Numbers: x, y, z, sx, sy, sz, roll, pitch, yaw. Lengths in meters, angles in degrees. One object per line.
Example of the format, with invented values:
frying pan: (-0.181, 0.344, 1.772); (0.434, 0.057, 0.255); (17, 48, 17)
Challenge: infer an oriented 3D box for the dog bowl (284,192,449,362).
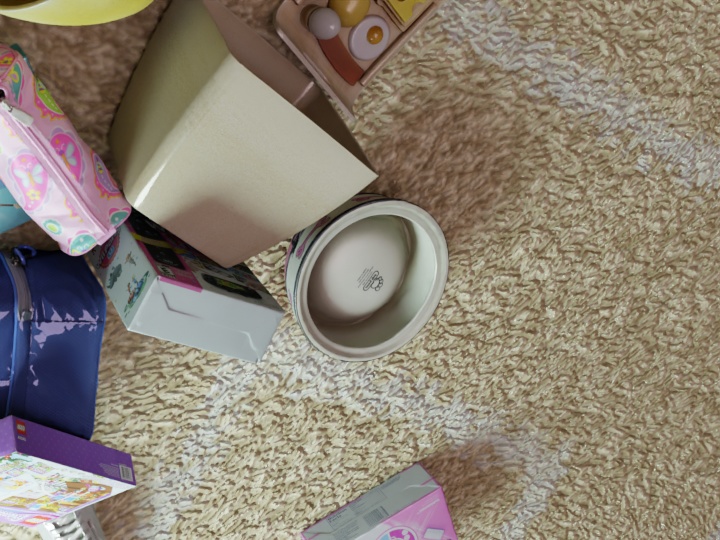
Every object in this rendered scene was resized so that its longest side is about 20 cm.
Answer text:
dog bowl: (0.000, 0.000, 1.359); (0.198, 0.074, 0.203); (-13, 119, -25)

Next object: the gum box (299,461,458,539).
gum box: (0.023, 0.357, 1.554); (0.198, 0.066, 0.115); (-28, 123, -15)

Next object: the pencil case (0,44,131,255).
pencil case: (-0.292, -0.107, 1.073); (0.087, 0.087, 0.201); (-37, 128, -8)

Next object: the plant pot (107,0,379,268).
plant pot: (-0.133, -0.127, 1.155); (0.177, 0.201, 0.199); (-46, 128, 12)

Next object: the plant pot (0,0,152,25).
plant pot: (-0.239, -0.294, 1.021); (0.201, 0.199, 0.142); (-55, 154, 6)

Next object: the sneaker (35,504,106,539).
sneaker: (-0.319, 0.293, 1.319); (0.076, 0.080, 0.202); (-28, 121, -12)

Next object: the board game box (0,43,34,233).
board game box: (-0.380, -0.100, 1.107); (0.198, 0.047, 0.152); (-27, 124, -15)

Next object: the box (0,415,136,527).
box: (-0.333, 0.202, 1.164); (0.136, 0.040, 0.200); (-23, 154, 14)

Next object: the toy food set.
toy food set: (0.018, -0.275, 1.239); (0.200, 0.060, 0.144); (-46, 127, -1)

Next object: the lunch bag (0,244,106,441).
lunch bag: (-0.334, 0.070, 1.162); (0.131, 0.136, 0.202); (-2, 115, -29)

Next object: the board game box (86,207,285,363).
board game box: (-0.183, 0.003, 1.176); (0.146, 0.200, 0.065); (20, 105, -36)
